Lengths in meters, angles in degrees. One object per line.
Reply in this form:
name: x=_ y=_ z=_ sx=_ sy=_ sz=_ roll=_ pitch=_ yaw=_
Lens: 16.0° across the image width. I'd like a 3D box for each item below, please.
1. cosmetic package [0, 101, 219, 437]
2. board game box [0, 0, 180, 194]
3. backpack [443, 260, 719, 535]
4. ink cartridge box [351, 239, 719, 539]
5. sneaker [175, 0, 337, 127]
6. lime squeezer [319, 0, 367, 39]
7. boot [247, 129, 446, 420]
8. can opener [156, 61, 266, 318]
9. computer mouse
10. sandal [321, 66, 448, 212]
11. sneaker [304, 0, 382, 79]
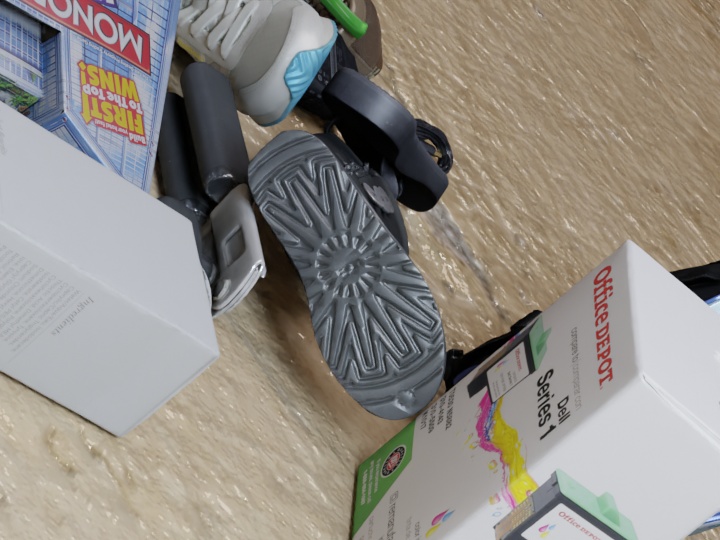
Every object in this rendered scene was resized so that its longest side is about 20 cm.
cosmetic package: x=-0.163 y=-0.016 z=1.155 sx=0.200 sy=0.074 sz=0.102 roll=35 pitch=25 yaw=-34
board game box: x=-0.164 y=-0.119 z=1.254 sx=0.200 sy=0.062 sz=0.200 roll=29 pitch=46 yaw=-46
backpack: x=0.175 y=0.075 z=1.462 sx=0.183 sy=0.200 sz=0.147 roll=-19 pitch=89 yaw=-68
ink cartridge box: x=0.092 y=0.099 z=1.264 sx=0.084 sy=0.200 sz=0.145 roll=42 pitch=22 yaw=-17
sneaker: x=-0.078 y=-0.144 z=1.491 sx=0.081 sy=0.077 sz=0.200 roll=32 pitch=4 yaw=-30
lime squeezer: x=-0.070 y=-0.204 z=1.591 sx=0.200 sy=0.038 sz=0.071 roll=25 pitch=-6 yaw=-17
boot: x=0.000 y=-0.001 z=1.420 sx=0.200 sy=0.066 sz=0.165 roll=6 pitch=60 yaw=-88
can opener: x=-0.087 y=-0.046 z=1.369 sx=0.066 sy=0.053 sz=0.200 roll=37 pitch=24 yaw=-29
computer mouse: x=-0.004 y=-0.107 z=1.664 sx=0.200 sy=0.034 sz=0.059 roll=36 pitch=42 yaw=-45
sandal: x=0.004 y=-0.073 z=1.549 sx=0.076 sy=0.043 sz=0.200 roll=35 pitch=-5 yaw=16
sneaker: x=-0.040 y=-0.207 z=1.735 sx=0.076 sy=0.070 sz=0.200 roll=50 pitch=16 yaw=-53
